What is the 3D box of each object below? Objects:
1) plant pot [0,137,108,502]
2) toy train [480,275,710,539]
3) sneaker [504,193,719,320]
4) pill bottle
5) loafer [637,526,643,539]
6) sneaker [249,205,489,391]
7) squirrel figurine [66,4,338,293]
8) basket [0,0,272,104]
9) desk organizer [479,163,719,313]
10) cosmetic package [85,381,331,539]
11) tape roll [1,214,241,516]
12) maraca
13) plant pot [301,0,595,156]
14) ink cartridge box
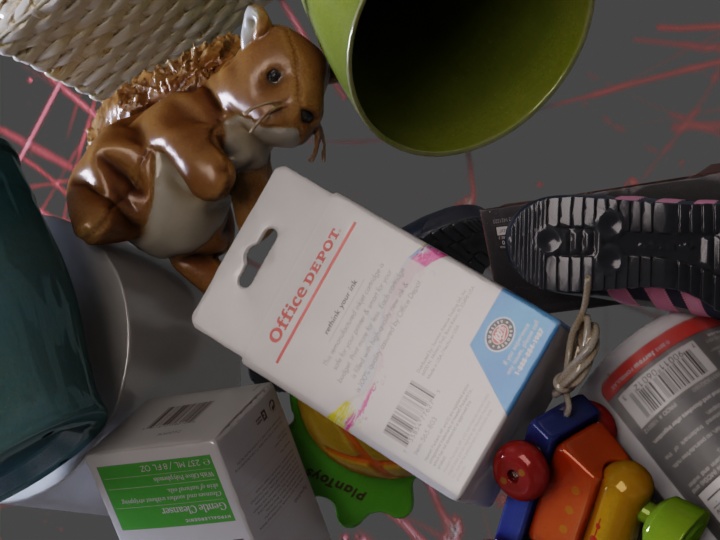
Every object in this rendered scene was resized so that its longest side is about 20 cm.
[{"bbox_3d":[-0.260,0.048,0.980,0.200,0.200,0.188,-36,78,15],"label":"plant pot"},{"bbox_3d":[0.139,0.116,0.846,0.116,0.084,0.201,32,125,30],"label":"toy train"},{"bbox_3d":[0.182,-0.010,0.900,0.199,0.082,0.071,11,92,0],"label":"sneaker"},{"bbox_3d":[0.222,0.127,0.897,0.116,0.116,0.200,-43,61,12],"label":"pill bottle"},{"bbox_3d":[0.122,0.226,0.950,0.076,0.068,0.200,33,92,32],"label":"loafer"},{"bbox_3d":[0.000,0.000,1.075,0.199,0.070,0.082,-30,44,10],"label":"sneaker"},{"bbox_3d":[-0.106,-0.109,1.105,0.187,0.141,0.200,-48,36,17],"label":"squirrel figurine"},{"bbox_3d":[-0.184,-0.253,1.182,0.200,0.198,0.161,-36,66,15],"label":"basket"},{"bbox_3d":[0.185,-0.024,0.970,0.199,0.077,0.072,-8,98,26],"label":"desk organizer"},{"bbox_3d":[-0.082,0.182,1.006,0.107,0.085,0.201,-11,107,30],"label":"cosmetic package"},{"bbox_3d":[-0.205,0.072,1.127,0.202,0.139,0.204,-7,75,29],"label":"tape roll"},{"bbox_3d":[0.015,0.086,1.010,0.200,0.137,0.107,-60,11,25],"label":"maraca"},{"bbox_3d":[0.030,-0.209,1.078,0.187,0.187,0.200,-48,45,9],"label":"plant pot"},{"bbox_3d":[0.014,0.036,0.909,0.200,0.068,0.115,31,92,23],"label":"ink cartridge box"}]
